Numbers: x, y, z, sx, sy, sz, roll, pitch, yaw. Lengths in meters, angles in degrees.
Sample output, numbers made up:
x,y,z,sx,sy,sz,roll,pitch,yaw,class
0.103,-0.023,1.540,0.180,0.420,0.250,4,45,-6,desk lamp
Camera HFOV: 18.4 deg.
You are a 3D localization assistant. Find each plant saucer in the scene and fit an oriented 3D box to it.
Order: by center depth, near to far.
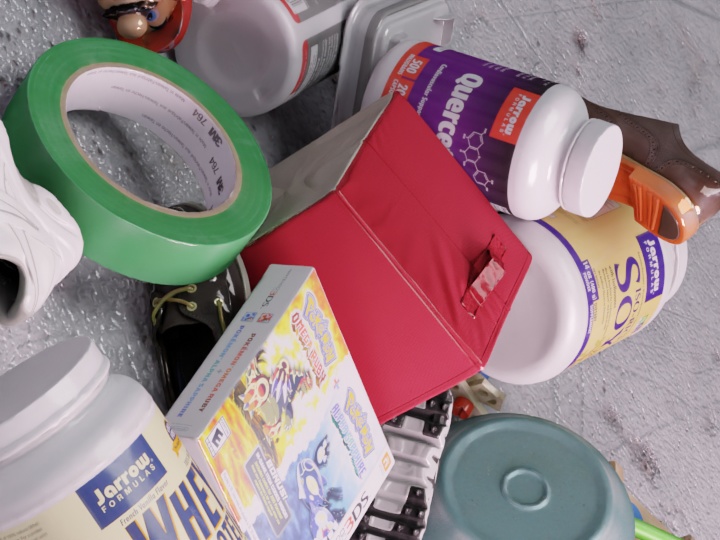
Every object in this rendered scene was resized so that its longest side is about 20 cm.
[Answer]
x,y,z,sx,sy,sz,roll,pitch,yaw,class
0.133,0.189,1.833,0.199,0.036,0.201,6,48,-7,plant saucer

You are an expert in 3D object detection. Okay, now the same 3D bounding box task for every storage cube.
x,y,z,sx,sy,sz,roll,pitch,yaw,class
0.000,0.000,1.731,0.180,0.200,0.171,50,34,-14,storage cube

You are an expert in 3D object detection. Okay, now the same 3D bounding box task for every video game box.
x,y,z,sx,sy,sz,roll,pitch,yaw,class
-0.057,0.129,1.601,0.182,0.047,0.200,-59,139,-41,video game box

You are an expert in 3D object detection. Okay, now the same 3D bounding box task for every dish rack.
x,y,z,sx,sy,sz,roll,pitch,yaw,class
0.028,-0.145,1.912,0.172,0.043,0.201,-33,137,-60,dish rack

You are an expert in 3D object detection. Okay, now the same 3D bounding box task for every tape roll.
x,y,z,sx,sy,sz,roll,pitch,yaw,class
-0.161,-0.080,1.608,0.200,0.048,0.201,24,38,-21,tape roll

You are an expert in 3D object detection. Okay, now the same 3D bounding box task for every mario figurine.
x,y,z,sx,sy,sz,roll,pitch,yaw,class
-0.182,-0.228,1.673,0.106,0.123,0.200,-49,143,-17,mario figurine

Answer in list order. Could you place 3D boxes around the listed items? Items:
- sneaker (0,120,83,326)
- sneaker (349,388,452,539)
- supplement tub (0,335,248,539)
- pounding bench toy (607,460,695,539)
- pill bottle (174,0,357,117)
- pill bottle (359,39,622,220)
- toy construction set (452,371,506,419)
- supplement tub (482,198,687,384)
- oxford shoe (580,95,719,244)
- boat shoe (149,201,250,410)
x,y,z,sx,sy,sz,roll,pitch,yaw,class
-0.265,-0.045,1.467,0.200,0.078,0.100,48,38,-26,sneaker
0.027,0.181,1.763,0.091,0.066,0.201,92,16,-63,sneaker
-0.166,0.157,1.406,0.200,0.145,0.145,57,31,-14,supplement tub
0.228,0.249,1.903,0.156,0.200,0.125,44,37,-33,pounding bench toy
-0.062,-0.206,1.855,0.114,0.114,0.200,62,30,-6,pill bottle
0.106,-0.110,1.795,0.112,0.199,0.113,-45,146,-43,pill bottle
0.094,0.035,1.966,0.131,0.092,0.201,71,27,-46,toy construction set
0.175,0.003,1.884,0.200,0.145,0.146,-23,89,-48,supplement tub
0.224,-0.099,1.841,0.200,0.073,0.071,44,-22,32,oxford shoe
-0.119,0.044,1.631,0.061,0.072,0.202,5,67,-60,boat shoe
